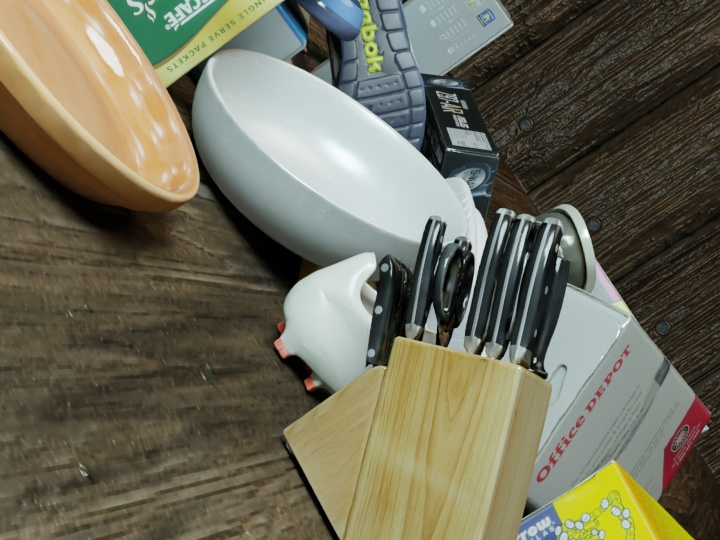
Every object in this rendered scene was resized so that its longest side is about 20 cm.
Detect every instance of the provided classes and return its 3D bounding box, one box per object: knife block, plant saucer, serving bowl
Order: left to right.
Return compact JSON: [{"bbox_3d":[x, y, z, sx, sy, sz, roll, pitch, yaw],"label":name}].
[{"bbox_3d":[-0.153,-0.107,0.726,0.200,0.037,0.200,52,11,-15],"label":"plant saucer"},{"bbox_3d":[-0.029,-0.058,0.965,0.200,0.066,0.200,31,23,-14],"label":"serving bowl"},{"bbox_3d":[0.061,0.077,0.741,0.200,0.175,0.064,61,13,23],"label":"knife block"}]

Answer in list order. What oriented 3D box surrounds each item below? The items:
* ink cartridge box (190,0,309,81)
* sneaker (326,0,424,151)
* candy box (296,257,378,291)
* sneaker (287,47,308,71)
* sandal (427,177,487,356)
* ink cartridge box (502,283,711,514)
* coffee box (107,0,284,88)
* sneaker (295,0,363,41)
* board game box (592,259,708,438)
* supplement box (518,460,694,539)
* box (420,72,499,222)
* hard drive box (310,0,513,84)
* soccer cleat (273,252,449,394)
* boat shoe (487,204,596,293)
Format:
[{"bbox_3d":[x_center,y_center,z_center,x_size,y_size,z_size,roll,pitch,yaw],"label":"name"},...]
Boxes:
[{"bbox_3d":[-0.110,-0.225,1.121,0.145,0.084,0.200,52,12,-17],"label":"ink cartridge box"},{"bbox_3d":[0.010,-0.162,1.181,0.082,0.074,0.201,78,7,-88],"label":"sneaker"},{"bbox_3d":[0.000,0.000,1.055,0.102,0.026,0.200,54,16,-18],"label":"candy box"},{"bbox_3d":[-0.067,-0.238,1.309,0.200,0.099,0.071,60,10,16],"label":"sneaker"},{"bbox_3d":[0.059,0.028,1.009,0.059,0.079,0.207,45,29,-40],"label":"sandal"},{"bbox_3d":[0.159,0.113,1.088,0.083,0.145,0.200,30,-7,39],"label":"ink cartridge box"},{"bbox_3d":[-0.136,-0.223,0.913,0.200,0.123,0.044,53,10,-20],"label":"coffee box"},{"bbox_3d":[-0.041,-0.255,1.076,0.200,0.082,0.074,62,12,21],"label":"sneaker"},{"bbox_3d":[0.171,0.088,1.237,0.200,0.147,0.064,58,1,14],"label":"board game box"},{"bbox_3d":[0.179,0.228,0.978,0.200,0.109,0.110,42,17,-48],"label":"supplement box"},{"bbox_3d":[0.063,-0.056,1.221,0.043,0.161,0.200,7,22,-7],"label":"box"},{"bbox_3d":[0.048,-0.221,1.485,0.077,0.200,0.156,53,11,-8],"label":"hard drive box"},{"bbox_3d":[0.031,0.079,0.862,0.200,0.078,0.069,52,12,-19],"label":"soccer cleat"},{"bbox_3d":[0.124,-0.005,1.127,0.202,0.060,0.072,154,-75,-79],"label":"boat shoe"}]
